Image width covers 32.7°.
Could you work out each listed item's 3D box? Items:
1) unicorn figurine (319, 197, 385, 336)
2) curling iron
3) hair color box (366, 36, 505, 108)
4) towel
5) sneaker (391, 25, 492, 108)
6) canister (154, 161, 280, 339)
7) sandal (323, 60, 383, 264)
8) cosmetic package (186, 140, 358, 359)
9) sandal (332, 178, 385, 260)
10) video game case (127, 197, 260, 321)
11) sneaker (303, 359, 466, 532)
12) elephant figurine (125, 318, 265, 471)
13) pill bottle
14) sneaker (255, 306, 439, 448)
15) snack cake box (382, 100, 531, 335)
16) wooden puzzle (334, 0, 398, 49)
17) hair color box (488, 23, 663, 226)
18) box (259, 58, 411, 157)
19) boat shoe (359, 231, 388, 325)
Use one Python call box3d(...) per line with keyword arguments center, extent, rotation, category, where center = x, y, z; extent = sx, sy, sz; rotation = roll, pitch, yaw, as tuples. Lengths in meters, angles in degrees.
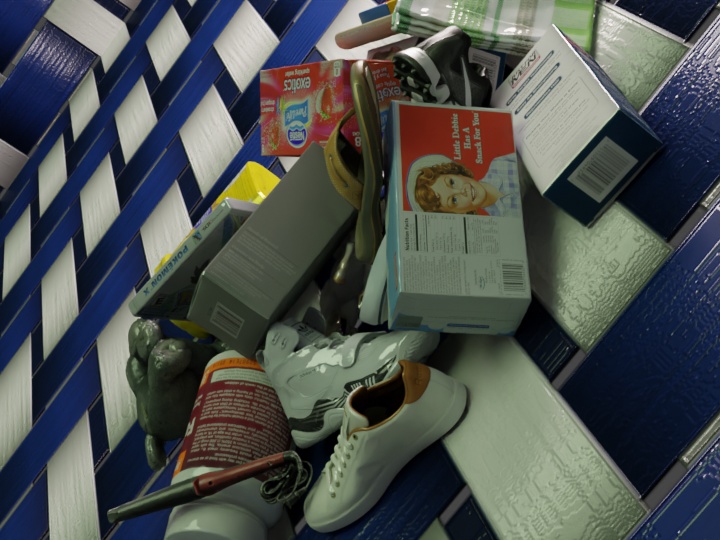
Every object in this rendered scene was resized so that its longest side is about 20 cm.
box3d(center=(0.000, 0.000, 1.263), extent=(0.200, 0.074, 0.138), rotation=(-47, 16, 32), category="unicorn figurine")
box3d(center=(-0.140, 0.205, 1.126), extent=(0.198, 0.026, 0.050), rotation=(-12, 54, 9), category="curling iron")
box3d(center=(0.073, -0.200, 1.339), extent=(0.200, 0.060, 0.101), rotation=(-1, 78, 60), category="hair color box")
box3d(center=(0.139, -0.282, 1.236), extent=(0.031, 0.198, 0.150), rotation=(94, -173, -57), category="towel")
box3d(center=(0.095, -0.153, 1.187), extent=(0.090, 0.201, 0.066), rotation=(-41, 50, -16), category="sneaker")
box3d(center=(-0.172, -0.029, 1.589), extent=(0.200, 0.086, 0.149), rotation=(-48, 27, 14), category="canister")
box3d(center=(-0.007, -0.091, 1.115), extent=(0.081, 0.053, 0.201), rotation=(-91, 1, -53), category="sandal")
box3d(center=(-0.079, -0.021, 1.235), extent=(0.201, 0.090, 0.107), rotation=(-56, -3, -32), category="cosmetic package")
box3d(center=(0.033, -0.079, 1.333), extent=(0.200, 0.045, 0.075), rotation=(-38, 31, 33), category="sandal")
box3d(center=(-0.139, -0.004, 1.400), extent=(0.182, 0.199, 0.022), rotation=(-44, 61, 24), category="video game case")
box3d(center=(-0.001, 0.150, 1.091), extent=(0.200, 0.084, 0.073), rotation=(-48, 29, 20), category="sneaker")
box3d(center=(-0.152, 0.109, 1.373), extent=(0.142, 0.199, 0.156), rotation=(52, 136, 45), category="elephant figurine")
box3d(center=(-0.124, 0.190, 1.221), extent=(0.114, 0.114, 0.201), rotation=(-30, 35, 42), category="pill bottle")
box3d(center=(-0.021, 0.077, 1.156), extent=(0.200, 0.115, 0.075), rotation=(-41, -11, 35), category="sneaker")
box3d(center=(0.080, -0.048, 1.076), extent=(0.067, 0.114, 0.201), rotation=(103, 168, -59), category="snack cake box")
box3d(center=(0.090, -0.301, 1.356), extent=(0.199, 0.047, 0.185), rotation=(-23, 11, -28), category="wooden puzzle")
box3d(center=(0.189, -0.135, 1.110), extent=(0.100, 0.060, 0.200), rotation=(-48, 27, 19), category="hair color box")
box3d(center=(-0.027, -0.173, 1.329), extent=(0.200, 0.095, 0.101), rotation=(10, 102, 59), category="box")
box3d(center=(0.066, -0.009, 1.148), extent=(0.202, 0.085, 0.075), rotation=(-57, -18, -52), category="boat shoe")
